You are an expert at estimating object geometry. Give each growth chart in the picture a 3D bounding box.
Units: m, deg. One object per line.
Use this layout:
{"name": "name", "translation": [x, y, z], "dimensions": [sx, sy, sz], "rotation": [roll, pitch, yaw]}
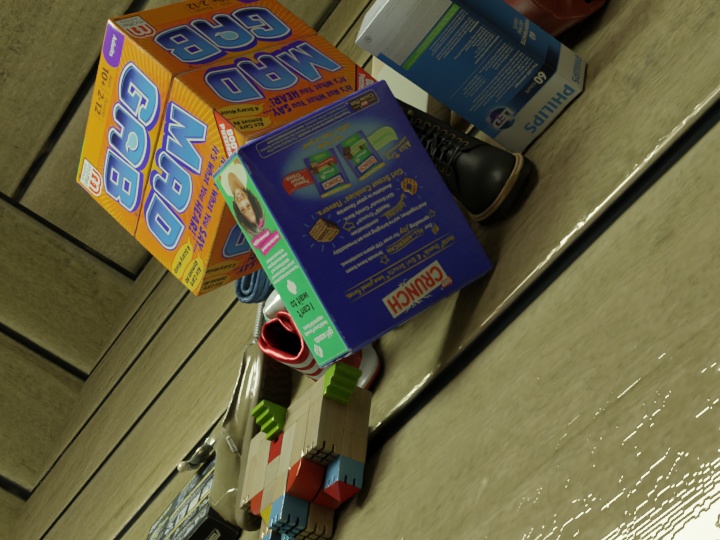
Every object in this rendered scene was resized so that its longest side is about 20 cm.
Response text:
{"name": "growth chart", "translation": [-0.147, 0.170, 1.641], "dimensions": [0.200, 0.018, 0.145], "rotation": [-50, -4, -10]}

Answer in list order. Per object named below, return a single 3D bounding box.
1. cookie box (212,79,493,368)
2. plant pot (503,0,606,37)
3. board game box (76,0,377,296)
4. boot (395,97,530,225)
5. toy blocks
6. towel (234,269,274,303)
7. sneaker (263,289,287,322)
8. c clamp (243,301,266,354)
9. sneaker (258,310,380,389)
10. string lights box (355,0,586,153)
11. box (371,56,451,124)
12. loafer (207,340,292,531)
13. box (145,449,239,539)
{"name": "cookie box", "translation": [-0.007, -0.042, 1.209], "dimensions": [0.171, 0.201, 0.075], "rotation": [-28, -3, -27]}
{"name": "plant pot", "translation": [0.152, -0.308, 1.422], "dimensions": [0.195, 0.200, 0.201], "rotation": [-17, 41, 59]}
{"name": "board game box", "translation": [-0.135, -0.137, 1.367], "dimensions": [0.199, 0.200, 0.201], "rotation": [-26, -33, -43]}
{"name": "boot", "translation": [0.078, -0.115, 1.322], "dimensions": [0.078, 0.138, 0.200], "rotation": [-58, 13, -1]}
{"name": "toy blocks", "translation": [-0.054, 0.192, 1.238], "dimensions": [0.200, 0.100, 0.137], "rotation": [-44, 30, 45]}
{"name": "towel", "translation": [-0.070, -0.037, 1.549], "dimensions": [0.200, 0.048, 0.112], "rotation": [-36, -36, -54]}
{"name": "sneaker", "translation": [-0.065, 0.033, 1.505], "dimensions": [0.088, 0.075, 0.200], "rotation": [-36, -11, 4]}
{"name": "c clamp", "translation": [-0.114, 0.032, 1.645], "dimensions": [0.171, 0.027, 0.201], "rotation": [-45, -36, -82]}
{"name": "sneaker", "translation": [-0.046, 0.066, 1.410], "dimensions": [0.079, 0.115, 0.200], "rotation": [-57, 13, 2]}
{"name": "string lights box", "translation": [0.107, -0.209, 1.299], "dimensions": [0.103, 0.199, 0.059], "rotation": [-46, 17, 37]}
{"name": "box", "translation": [0.065, -0.254, 1.590], "dimensions": [0.095, 0.077, 0.201], "rotation": [-40, -40, -59]}
{"name": "loafer", "translation": [-0.121, 0.165, 1.400], "dimensions": [0.076, 0.067, 0.201], "rotation": [30, -114, -64]}
{"name": "box", "translation": [-0.197, 0.301, 1.570], "dimensions": [0.200, 0.049, 0.161], "rotation": [-51, 16, 27]}
